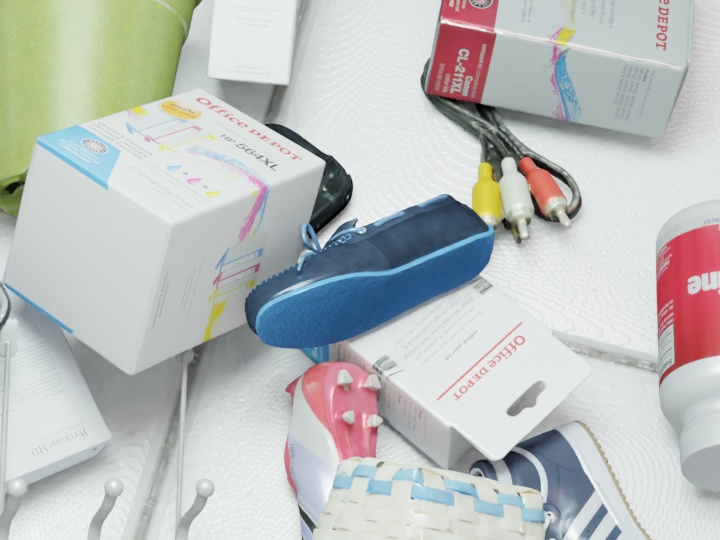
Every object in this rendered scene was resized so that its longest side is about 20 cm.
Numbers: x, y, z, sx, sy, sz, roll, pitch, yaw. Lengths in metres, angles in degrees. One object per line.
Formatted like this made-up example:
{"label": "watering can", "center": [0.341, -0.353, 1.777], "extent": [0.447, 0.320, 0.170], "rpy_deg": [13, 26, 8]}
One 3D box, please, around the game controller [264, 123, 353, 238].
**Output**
{"label": "game controller", "center": [-0.100, -0.036, 1.626], "extent": [0.104, 0.042, 0.200], "rpy_deg": [32, 60, 29]}

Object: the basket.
{"label": "basket", "center": [0.042, 0.233, 1.398], "extent": [0.176, 0.139, 0.201], "rpy_deg": [19, 72, -38]}

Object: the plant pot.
{"label": "plant pot", "center": [-0.217, -0.140, 1.598], "extent": [0.199, 0.200, 0.191], "rpy_deg": [2, 70, -5]}

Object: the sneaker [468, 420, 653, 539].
{"label": "sneaker", "center": [0.146, 0.203, 1.484], "extent": [0.108, 0.070, 0.200], "rpy_deg": [-14, 55, -19]}

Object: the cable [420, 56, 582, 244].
{"label": "cable", "center": [0.114, -0.102, 1.675], "extent": [0.097, 0.050, 0.201], "rpy_deg": [-12, 61, -11]}

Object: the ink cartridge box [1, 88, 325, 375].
{"label": "ink cartridge box", "center": [-0.129, -0.036, 1.487], "extent": [0.128, 0.126, 0.200], "rpy_deg": [32, 32, 24]}

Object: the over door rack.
{"label": "over door rack", "center": [-0.179, 0.125, 1.449], "extent": [0.147, 0.067, 0.201], "rpy_deg": [3, 76, -26]}

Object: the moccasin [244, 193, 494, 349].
{"label": "moccasin", "center": [0.000, 0.000, 1.518], "extent": [0.199, 0.081, 0.068], "rpy_deg": [-17, 52, -29]}

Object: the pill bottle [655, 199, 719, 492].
{"label": "pill bottle", "center": [0.276, 0.057, 1.563], "extent": [0.112, 0.112, 0.201], "rpy_deg": [5, 59, -3]}

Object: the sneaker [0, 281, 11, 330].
{"label": "sneaker", "center": [-0.275, 0.074, 1.397], "extent": [0.075, 0.114, 0.201], "rpy_deg": [1, 70, -23]}

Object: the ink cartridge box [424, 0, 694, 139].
{"label": "ink cartridge box", "center": [0.163, -0.197, 1.704], "extent": [0.199, 0.083, 0.146], "rpy_deg": [12, 45, 0]}

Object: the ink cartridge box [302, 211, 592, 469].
{"label": "ink cartridge box", "center": [0.059, 0.062, 1.553], "extent": [0.200, 0.067, 0.116], "rpy_deg": [39, 63, 22]}

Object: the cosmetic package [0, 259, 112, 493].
{"label": "cosmetic package", "center": [-0.296, 0.093, 1.475], "extent": [0.199, 0.052, 0.151], "rpy_deg": [-21, 77, -29]}

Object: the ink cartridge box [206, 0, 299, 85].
{"label": "ink cartridge box", "center": [-0.077, -0.250, 1.648], "extent": [0.067, 0.117, 0.201], "rpy_deg": [6, 99, -1]}

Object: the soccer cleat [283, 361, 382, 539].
{"label": "soccer cleat", "center": [-0.022, 0.164, 1.502], "extent": [0.067, 0.076, 0.201], "rpy_deg": [12, 70, -39]}
